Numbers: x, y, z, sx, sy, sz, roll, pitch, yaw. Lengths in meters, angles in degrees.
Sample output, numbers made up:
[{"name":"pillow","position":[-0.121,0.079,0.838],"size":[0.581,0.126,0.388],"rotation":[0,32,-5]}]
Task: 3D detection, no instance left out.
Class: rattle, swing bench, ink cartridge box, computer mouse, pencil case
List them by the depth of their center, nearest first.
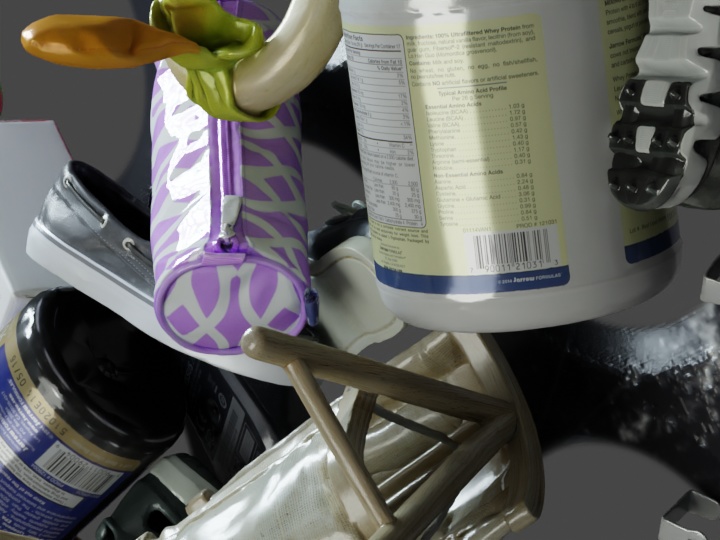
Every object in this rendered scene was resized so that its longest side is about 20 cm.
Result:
[{"name":"swing bench","position":[-0.035,0.122,1.317],"size":[0.199,0.200,0.130],"rotation":[-38,73,27]},{"name":"rattle","position":[-0.061,-0.179,1.331],"size":[0.200,0.143,0.130],"rotation":[-55,30,21]},{"name":"pencil case","position":[-0.069,-0.050,1.418],"size":[0.086,0.084,0.201],"rotation":[73,-172,-48]},{"name":"computer mouse","position":[-0.067,0.054,1.553],"size":[0.200,0.053,0.139],"rotation":[61,151,22]},{"name":"ink cartridge box","position":[-0.219,0.030,1.659],"size":[0.146,0.085,0.200],"rotation":[61,140,34]}]

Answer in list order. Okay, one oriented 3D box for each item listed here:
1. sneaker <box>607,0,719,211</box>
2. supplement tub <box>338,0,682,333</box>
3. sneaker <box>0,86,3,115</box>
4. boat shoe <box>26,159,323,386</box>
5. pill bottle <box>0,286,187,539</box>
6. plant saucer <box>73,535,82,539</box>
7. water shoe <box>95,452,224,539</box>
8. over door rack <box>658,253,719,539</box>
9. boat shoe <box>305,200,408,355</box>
[{"name":"sneaker","position":[0.169,-0.117,1.214],"size":[0.066,0.090,0.201],"rotation":[13,90,58]},{"name":"supplement tub","position":[0.067,-0.084,1.274],"size":[0.145,0.145,0.201],"rotation":[5,107,46]},{"name":"sneaker","position":[-0.276,-0.070,1.710],"size":[0.084,0.077,0.200],"rotation":[39,130,26]},{"name":"boat shoe","position":[-0.093,-0.003,1.478],"size":[0.200,0.070,0.066],"rotation":[29,106,34]},{"name":"pill bottle","position":[-0.198,0.110,1.551],"size":[0.200,0.112,0.112],"rotation":[-43,73,25]},{"name":"plant saucer","position":[-0.131,0.245,1.595],"size":[0.200,0.037,0.200],"rotation":[54,164,22]},{"name":"water shoe","position":[-0.079,0.188,1.554],"size":[0.200,0.079,0.071],"rotation":[58,168,-29]},{"name":"over door rack","position":[0.215,0.101,1.254],"size":[0.200,0.066,0.148],"rotation":[29,125,37]},{"name":"boat shoe","position":[0.000,0.000,1.443],"size":[0.075,0.062,0.200],"rotation":[56,160,-1]}]
